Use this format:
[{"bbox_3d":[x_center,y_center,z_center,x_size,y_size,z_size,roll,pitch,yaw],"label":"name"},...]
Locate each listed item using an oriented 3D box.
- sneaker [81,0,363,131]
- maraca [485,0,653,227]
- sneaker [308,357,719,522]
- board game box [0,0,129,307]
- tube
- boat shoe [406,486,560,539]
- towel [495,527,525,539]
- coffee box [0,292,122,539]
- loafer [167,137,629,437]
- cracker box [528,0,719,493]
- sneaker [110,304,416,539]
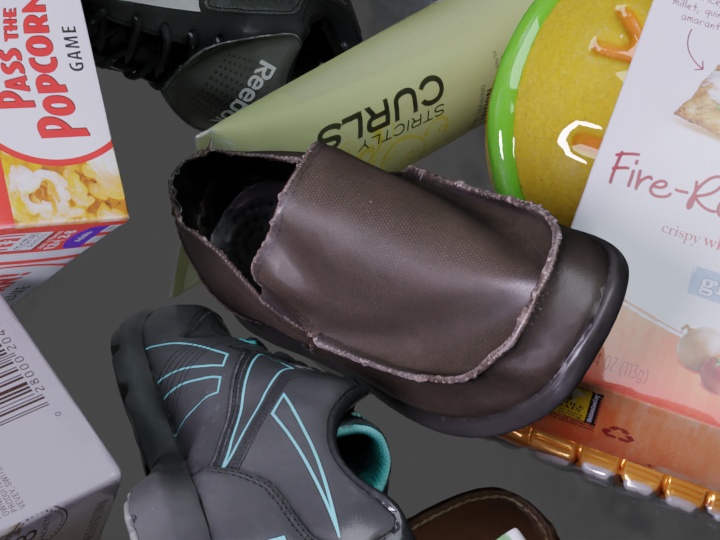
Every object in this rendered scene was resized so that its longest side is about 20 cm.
[{"bbox_3d":[-0.067,-0.091,0.921,0.200,0.066,0.091,-10,64,-50],"label":"sneaker"},{"bbox_3d":[0.125,-0.067,0.950,0.200,0.107,0.137,-39,110,-28],"label":"maraca"},{"bbox_3d":[0.081,0.033,0.871,0.200,0.078,0.077,23,83,0],"label":"sneaker"},{"bbox_3d":[-0.142,-0.084,0.797,0.046,0.151,0.201,-6,74,-32],"label":"board game box"},{"bbox_3d":[0.005,-0.057,0.942,0.200,0.052,0.058,-31,106,-39],"label":"tube"},{"bbox_3d":[0.004,0.128,0.795,0.072,0.068,0.200,39,52,13],"label":"boat shoe"},{"bbox_3d":[-0.006,0.178,0.687,0.200,0.023,0.153,-30,66,-5],"label":"towel"},{"bbox_3d":[-0.180,0.096,0.732,0.200,0.114,0.080,-24,66,-30],"label":"coffee box"},{"bbox_3d":[0.000,0.000,0.798,0.071,0.200,0.073,35,74,-35],"label":"loafer"},{"bbox_3d":[0.144,-0.025,0.834,0.134,0.058,0.200,18,66,7],"label":"cracker box"},{"bbox_3d":[-0.031,0.061,0.789,0.079,0.076,0.200,-19,24,-1],"label":"sneaker"}]
